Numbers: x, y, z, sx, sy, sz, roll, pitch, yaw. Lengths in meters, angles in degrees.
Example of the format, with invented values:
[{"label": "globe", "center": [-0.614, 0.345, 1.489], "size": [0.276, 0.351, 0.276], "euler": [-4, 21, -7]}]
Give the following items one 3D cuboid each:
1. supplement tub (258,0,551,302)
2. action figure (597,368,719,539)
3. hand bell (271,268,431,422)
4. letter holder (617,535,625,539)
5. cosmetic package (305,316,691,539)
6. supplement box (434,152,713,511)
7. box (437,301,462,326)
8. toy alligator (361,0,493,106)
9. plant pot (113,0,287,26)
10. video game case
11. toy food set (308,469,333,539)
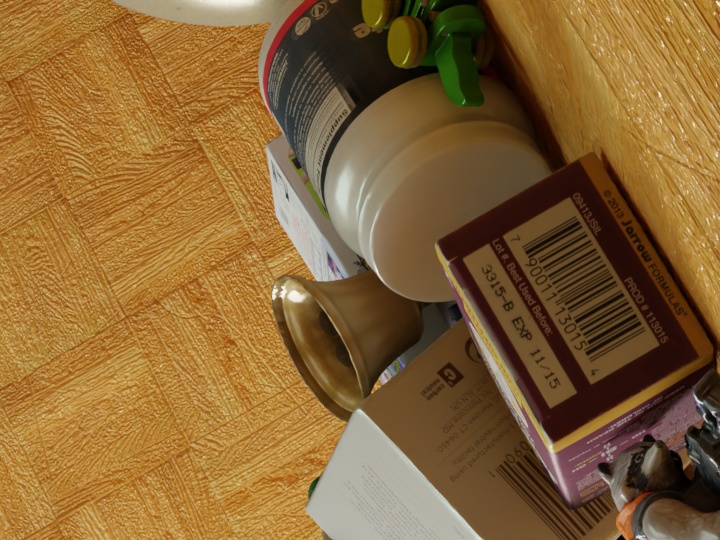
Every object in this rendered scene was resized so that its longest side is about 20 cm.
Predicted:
[{"label": "supplement tub", "center": [0.027, -0.090, 1.421], "size": [0.200, 0.140, 0.141], "euler": [60, 179, 45]}, {"label": "action figure", "center": [0.186, 0.146, 1.145], "size": [0.194, 0.104, 0.200], "euler": [47, 173, 42]}, {"label": "hand bell", "center": [0.053, 0.007, 1.467], "size": [0.104, 0.199, 0.105], "euler": [48, 154, 32]}, {"label": "letter holder", "center": [0.197, 0.242, 1.690], "size": [0.201, 0.141, 0.101], "euler": [78, 168, -47]}, {"label": "cosmetic package", "center": [0.088, 0.132, 1.451], "size": [0.165, 0.165, 0.200], "euler": [46, 154, 10]}, {"label": "supplement box", "center": [0.122, 0.039, 1.250], "size": [0.131, 0.103, 0.200], "euler": [60, 180, 19]}, {"label": "box", "center": [0.067, -0.032, 1.683], "size": [0.201, 0.116, 0.060], "euler": [62, -171, -17]}, {"label": "toy alligator", "center": [0.034, -0.174, 1.363], "size": [0.200, 0.059, 0.055], "euler": [60, 139, 43]}, {"label": "plant pot", "center": [-0.072, -0.252, 1.571], "size": [0.134, 0.201, 0.200], "euler": [24, 174, 8]}, {"label": "video game case", "center": [0.000, 0.000, 1.603], "size": [0.182, 0.045, 0.200], "euler": [59, 174, 10]}, {"label": "toy food set", "center": [0.048, 0.218, 1.587], "size": [0.199, 0.049, 0.199], "euler": [25, -139, -30]}]
